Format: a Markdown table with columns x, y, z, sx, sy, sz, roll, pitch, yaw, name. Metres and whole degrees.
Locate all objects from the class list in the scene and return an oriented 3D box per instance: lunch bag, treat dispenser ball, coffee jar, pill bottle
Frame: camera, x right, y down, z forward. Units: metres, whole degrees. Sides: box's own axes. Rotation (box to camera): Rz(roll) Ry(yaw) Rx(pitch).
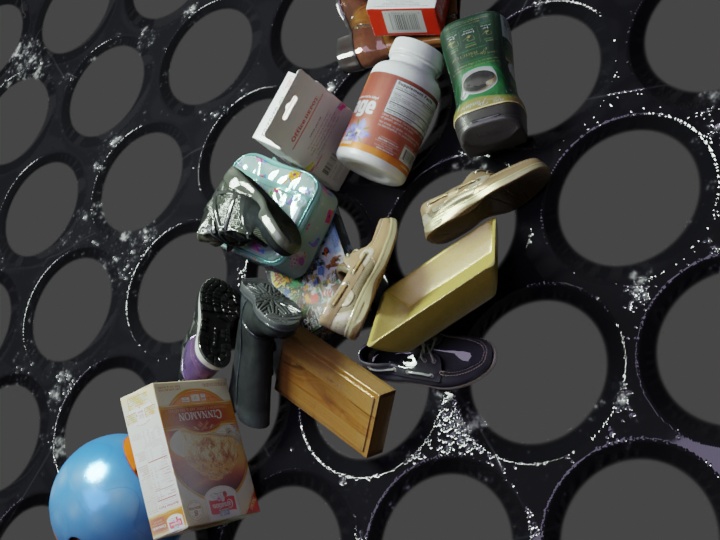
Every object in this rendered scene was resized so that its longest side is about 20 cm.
| x | y | z | sx | sy | sz | roll | pitch | yaw | name |
| --- | --- | --- | --- | --- | --- | --- | --- | --- | --- |
| -0.138 | -0.090 | 1.658 | 0.199 | 0.077 | 0.162 | 23 | 85 | 37 | lunch bag |
| -0.348 | 0.339 | 1.590 | 0.199 | 0.200 | 0.203 | -13 | 64 | 29 | treat dispenser ball |
| 0.176 | -0.262 | 1.562 | 0.103 | 0.085 | 0.202 | -14 | 63 | 17 | coffee jar |
| 0.050 | -0.236 | 1.620 | 0.111 | 0.112 | 0.202 | 17 | 80 | 37 | pill bottle |

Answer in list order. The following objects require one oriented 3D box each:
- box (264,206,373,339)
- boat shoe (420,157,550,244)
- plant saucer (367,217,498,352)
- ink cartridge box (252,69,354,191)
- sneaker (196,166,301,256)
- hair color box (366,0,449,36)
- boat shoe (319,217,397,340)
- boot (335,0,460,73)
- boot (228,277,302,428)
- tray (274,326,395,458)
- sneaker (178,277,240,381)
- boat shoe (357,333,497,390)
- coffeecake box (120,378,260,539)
| x | y | z | sx | sy | sz | roll | pitch | yaw | name |
| --- | --- | --- | --- | --- | --- | --- | --- | --- | --- |
| -0.072 | 0.005 | 1.648 | 0.136 | 0.038 | 0.201 | -32 | 56 | 19 | box |
| 0.167 | -0.109 | 1.515 | 0.199 | 0.071 | 0.065 | -28 | 58 | 23 | boat shoe |
| 0.110 | 0.028 | 1.458 | 0.199 | 0.049 | 0.200 | -35 | 13 | 18 | plant saucer |
| -0.081 | -0.215 | 1.643 | 0.068 | 0.200 | 0.116 | 26 | 85 | 38 | ink cartridge box |
| -0.162 | -0.056 | 1.566 | 0.115 | 0.076 | 0.199 | -51 | 50 | 6 | sneaker |
| 0.085 | -0.453 | 1.680 | 0.110 | 0.064 | 0.202 | 3 | 61 | 18 | hair color box |
| 0.000 | 0.000 | 1.538 | 0.064 | 0.072 | 0.201 | 21 | 55 | 2 | boat shoe |
| 0.059 | -0.411 | 1.720 | 0.198 | 0.069 | 0.190 | -12 | 53 | 23 | boot |
| -0.140 | 0.133 | 1.554 | 0.165 | 0.065 | 0.202 | -134 | 51 | -62 | boot |
| -0.040 | 0.166 | 1.533 | 0.199 | 0.037 | 0.100 | 31 | 119 | 39 | tray |
| -0.242 | 0.093 | 1.674 | 0.087 | 0.075 | 0.201 | -42 | 24 | 29 | sneaker |
| 0.086 | 0.119 | 1.479 | 0.198 | 0.063 | 0.073 | -5 | 68 | 32 | boat shoe |
| -0.238 | 0.261 | 1.546 | 0.073 | 0.153 | 0.202 | -25 | 74 | 31 | coffeecake box |
